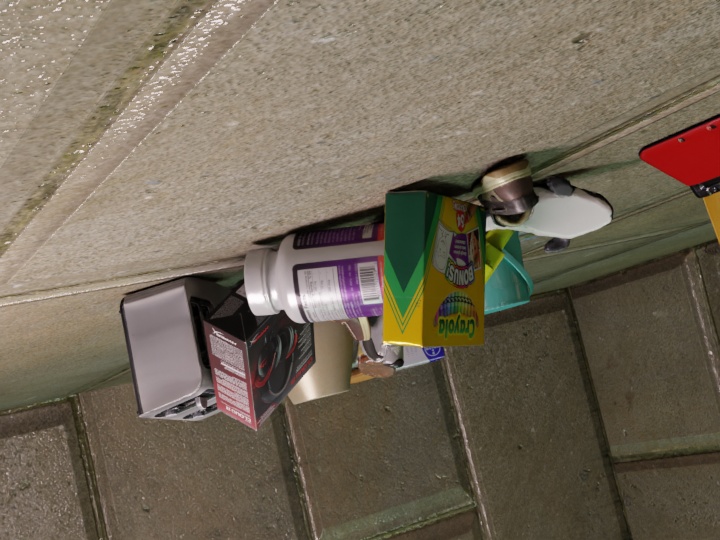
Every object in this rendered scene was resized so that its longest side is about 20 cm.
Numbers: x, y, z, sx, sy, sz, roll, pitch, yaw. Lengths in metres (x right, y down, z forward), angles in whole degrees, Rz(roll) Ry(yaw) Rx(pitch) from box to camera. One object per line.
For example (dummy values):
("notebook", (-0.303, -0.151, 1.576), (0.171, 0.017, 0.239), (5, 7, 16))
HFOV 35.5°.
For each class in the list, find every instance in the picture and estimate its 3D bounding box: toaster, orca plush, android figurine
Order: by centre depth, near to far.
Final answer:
("orca plush", (0.239, -0.079, 1.526), (0.197, 0.107, 0.071), (-18, -156, 13))
("toaster", (-0.247, 0.108, 1.605), (0.117, 0.204, 0.181), (-18, 165, 16))
("android figurine", (0.148, 0.007, 1.617), (0.201, 0.041, 0.182), (-55, -169, 9))

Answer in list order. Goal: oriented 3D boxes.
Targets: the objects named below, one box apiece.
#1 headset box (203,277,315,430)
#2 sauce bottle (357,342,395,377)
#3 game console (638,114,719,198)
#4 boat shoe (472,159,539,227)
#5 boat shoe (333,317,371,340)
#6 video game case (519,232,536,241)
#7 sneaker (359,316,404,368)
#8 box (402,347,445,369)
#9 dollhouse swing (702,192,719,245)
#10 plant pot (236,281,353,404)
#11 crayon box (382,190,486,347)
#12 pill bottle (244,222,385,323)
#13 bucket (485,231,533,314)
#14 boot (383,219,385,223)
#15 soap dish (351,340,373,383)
("headset box", (-0.132, 0.105, 1.530), (0.074, 0.202, 0.149), (24, -131, 24))
("sauce bottle", (0.035, 0.066, 1.762), (0.065, 0.203, 0.066), (7, 150, 4))
("game console", (0.483, -0.180, 1.418), (0.173, 0.119, 0.199), (-47, -166, -33))
("boat shoe", (0.176, -0.083, 1.354), (0.072, 0.066, 0.200), (-16, 175, 6))
("boat shoe", (-0.037, 0.034, 1.565), (0.071, 0.073, 0.201), (-19, 141, 4))
("video game case", (0.302, -0.072, 1.955), (0.197, 0.018, 0.142), (-18, 172, 27))
("sneaker", (0.061, 0.078, 1.628), (0.074, 0.118, 0.199), (-2, 165, -35))
("box", (0.038, 0.096, 2.077), (0.196, 0.187, 0.105), (-14, 175, -3))
("dollhouse swing", (0.594, -0.112, 1.584), (0.197, 0.185, 0.175), (-22, 162, 22))
("plant pot", (-0.082, 0.100, 1.766), (0.184, 0.204, 0.187), (-14, 174, -2))
("crayon box", (0.093, 0.003, 1.353), (0.057, 0.176, 0.199), (-1, 177, 27))
("pill bottle", (-0.039, 0.006, 1.395), (0.196, 0.114, 0.111), (-6, 175, 11))
("bucket", (0.173, 0.005, 1.799), (0.203, 0.137, 0.207), (-13, 175, -1))
("boot", (0.087, -0.045, 1.516), (0.197, 0.069, 0.130), (-11, 168, -37))
("soap dish", (0.007, 0.089, 1.875), (0.080, 0.204, 0.157), (20, 158, -25))
